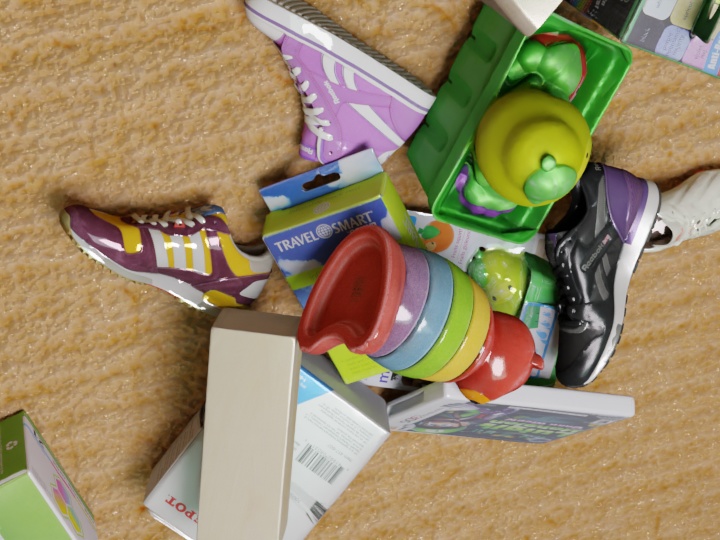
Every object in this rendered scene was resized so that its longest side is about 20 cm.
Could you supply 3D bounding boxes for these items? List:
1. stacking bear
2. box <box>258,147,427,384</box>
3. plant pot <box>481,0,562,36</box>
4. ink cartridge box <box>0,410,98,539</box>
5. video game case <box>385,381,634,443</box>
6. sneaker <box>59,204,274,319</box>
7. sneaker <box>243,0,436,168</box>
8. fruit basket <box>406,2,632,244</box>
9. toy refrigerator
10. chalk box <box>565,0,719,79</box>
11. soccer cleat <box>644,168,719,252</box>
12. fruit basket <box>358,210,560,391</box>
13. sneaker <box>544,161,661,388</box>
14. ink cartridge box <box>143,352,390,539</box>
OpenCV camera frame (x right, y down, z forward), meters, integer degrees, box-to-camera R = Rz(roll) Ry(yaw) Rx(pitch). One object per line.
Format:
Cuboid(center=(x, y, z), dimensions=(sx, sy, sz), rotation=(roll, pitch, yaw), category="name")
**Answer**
Cuboid(center=(0.066, 0.050, 1.235), dimensions=(0.199, 0.121, 0.115), rotation=(26, 73, -31), category="stacking bear")
Cuboid(center=(0.000, 0.000, 1.298), dimensions=(0.121, 0.048, 0.201), rotation=(-18, 120, 19), category="box")
Cuboid(center=(0.115, -0.334, 1.144), dimensions=(0.177, 0.200, 0.200), rotation=(38, 101, -17), category="plant pot")
Cuboid(center=(-0.290, 0.245, 1.288), dimensions=(0.075, 0.200, 0.149), rotation=(-27, 121, -3), category="ink cartridge box")
Cuboid(center=(0.133, 0.138, 1.400), dimensions=(0.198, 0.182, 0.024), rotation=(7, 73, -21), category="video game case")
Cuboid(center=(-0.166, -0.029, 1.271), dimensions=(0.199, 0.075, 0.091), rotation=(27, 100, -34), category="sneaker")
Cuboid(center=(-0.038, -0.153, 1.246), dimensions=(0.200, 0.073, 0.115), rotation=(31, 106, -28), category="sneaker")
Cuboid(center=(0.148, -0.114, 1.237), dimensions=(0.155, 0.216, 0.217), rotation=(13, 112, -40), category="fruit basket")
Cuboid(center=(-0.096, 0.140, 1.279), dimensions=(0.075, 0.070, 0.202), rotation=(6, 105, 4), category="toy refrigerator")
Cuboid(center=(0.271, -0.245, 1.222), dimensions=(0.123, 0.200, 0.126), rotation=(15, 111, -23), category="chalk box")
Cuboid(center=(0.304, -0.051, 1.401), dimensions=(0.198, 0.078, 0.070), rotation=(-9, 118, -14), category="soccer cleat")
Cuboid(center=(0.104, 0.043, 1.377), dimensions=(0.198, 0.094, 0.187), rotation=(7, 113, -17), category="fruit basket")
Cuboid(center=(0.195, 0.002, 1.307), dimensions=(0.087, 0.076, 0.202), rotation=(18, 88, -19), category="sneaker")
Cuboid(center=(-0.089, 0.172, 1.367), dimensions=(0.146, 0.084, 0.200), rotation=(37, 102, -13), category="ink cartridge box")
